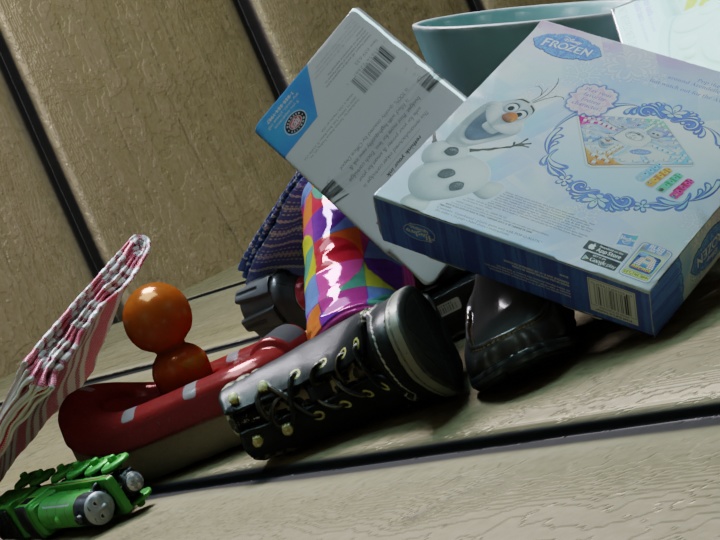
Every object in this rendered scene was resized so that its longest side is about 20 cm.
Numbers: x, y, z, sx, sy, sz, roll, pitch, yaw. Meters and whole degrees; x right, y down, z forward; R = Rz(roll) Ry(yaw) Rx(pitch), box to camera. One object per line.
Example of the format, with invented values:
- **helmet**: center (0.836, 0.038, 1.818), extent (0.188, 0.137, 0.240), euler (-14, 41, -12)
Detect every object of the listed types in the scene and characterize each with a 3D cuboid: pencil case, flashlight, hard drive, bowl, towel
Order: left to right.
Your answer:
- **towel**: center (-0.221, 0.074, 1.676), extent (0.147, 0.030, 0.200), euler (-59, -2, 37)
- **flashlight**: center (-0.010, 0.003, 1.752), extent (0.199, 0.068, 0.068), euler (-20, 1, 32)
- **towel**: center (-0.005, -0.032, 1.769), extent (0.144, 0.024, 0.200), euler (2, -25, -18)
- **pencil case**: center (0.000, 0.000, 1.604), extent (0.088, 0.089, 0.201), euler (-22, 36, 14)
- **hard drive**: center (0.051, 0.031, 1.760), extent (0.139, 0.038, 0.200), euler (-26, 6, -21)
- **bowl**: center (0.144, -0.146, 1.712), extent (0.199, 0.106, 0.201), euler (-6, 9, 1)

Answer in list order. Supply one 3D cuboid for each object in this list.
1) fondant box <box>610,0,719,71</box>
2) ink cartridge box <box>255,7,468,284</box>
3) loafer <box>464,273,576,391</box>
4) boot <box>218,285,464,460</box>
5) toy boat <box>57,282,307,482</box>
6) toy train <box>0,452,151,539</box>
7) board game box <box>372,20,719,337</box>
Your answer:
- **fondant box**: center (0.281, -0.155, 1.525), extent (0.199, 0.058, 0.145), euler (-21, 41, 11)
- **ink cartridge box**: center (0.034, -0.076, 1.541), extent (0.116, 0.200, 0.067), euler (-49, -35, 4)
- **loafer**: center (0.091, 0.025, 1.405), extent (0.072, 0.073, 0.200), euler (-23, 5, 7)
- **boot**: center (-0.015, 0.073, 1.424), extent (0.153, 0.074, 0.204), euler (-26, -2, 5)
- **toy boat**: center (-0.135, 0.072, 1.651), extent (0.199, 0.131, 0.130), euler (-23, 4, 18)
- **toy train**: center (-0.210, 0.163, 1.585), extent (0.056, 0.042, 0.200), euler (-38, 11, -29)
- **board game box**: center (0.145, -0.063, 1.393), extent (0.199, 0.044, 0.199), euler (21, 51, 31)
